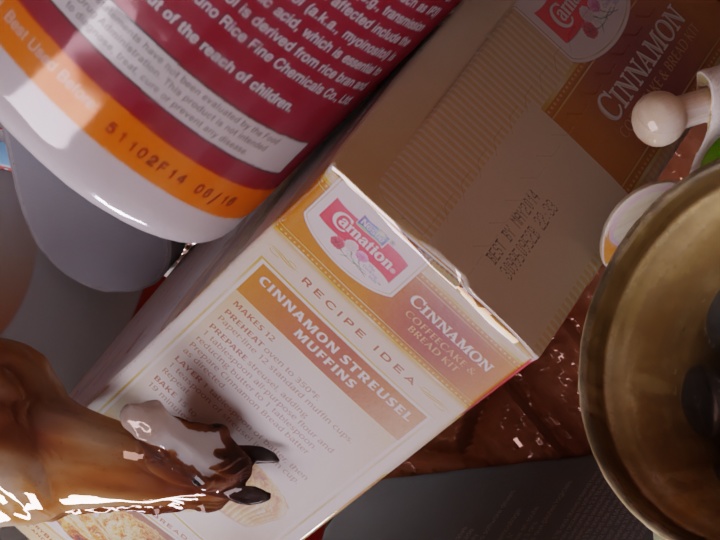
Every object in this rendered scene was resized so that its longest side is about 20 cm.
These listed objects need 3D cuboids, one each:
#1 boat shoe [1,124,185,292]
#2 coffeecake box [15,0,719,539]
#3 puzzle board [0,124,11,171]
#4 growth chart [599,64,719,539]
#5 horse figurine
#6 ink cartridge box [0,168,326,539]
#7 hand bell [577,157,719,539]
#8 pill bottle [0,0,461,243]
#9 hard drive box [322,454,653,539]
[{"bbox_3d":[-0.079,-0.082,0.820,0.068,0.057,0.201,12,136,15],"label":"boat shoe"},{"bbox_3d":[0.000,0.000,0.789,0.073,0.154,0.200,42,137,-5],"label":"coffeecake box"},{"bbox_3d":[-0.167,-0.096,0.861,0.199,0.017,0.151,12,136,-9],"label":"puzzle board"},{"bbox_3d":[0.129,0.020,0.746,0.018,0.144,0.201,39,147,49],"label":"growth chart"},{"bbox_3d":[-0.135,0.056,0.754,0.132,0.050,0.200,32,130,-33],"label":"horse figurine"},{"bbox_3d":[-0.107,0.052,0.863,0.199,0.163,0.050,16,149,4],"label":"ink cartridge box"},{"bbox_3d":[0.146,0.049,0.723,0.104,0.105,0.200,1,162,32],"label":"hand bell"},{"bbox_3d":[-0.009,-0.111,0.689,0.113,0.113,0.200,44,106,-6],"label":"pill bottle"},{"bbox_3d":[0.092,0.141,0.901,0.199,0.077,0.156,-11,118,39],"label":"hard drive box"}]
